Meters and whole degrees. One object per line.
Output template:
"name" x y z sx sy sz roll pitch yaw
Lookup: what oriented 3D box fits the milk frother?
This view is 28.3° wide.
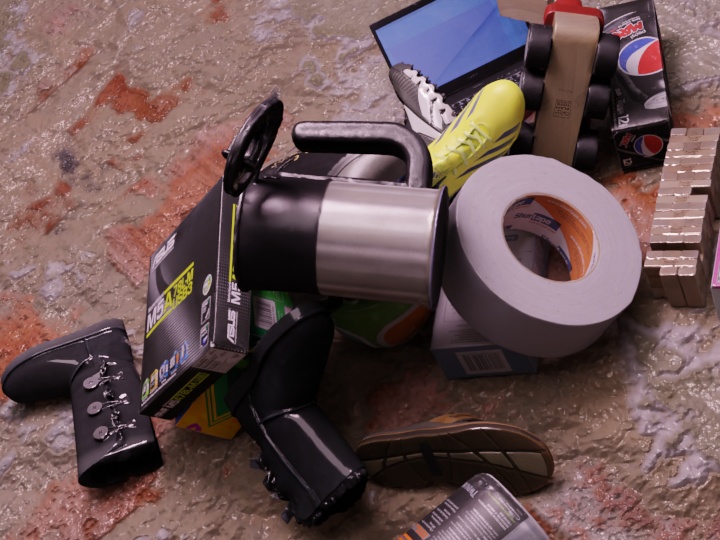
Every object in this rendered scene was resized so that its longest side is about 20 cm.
"milk frother" -0.020 -0.059 1.292 0.188 0.200 0.181 5 92 9

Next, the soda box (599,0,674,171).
"soda box" 0.307 -0.209 1.582 0.063 0.071 0.200 -10 50 15

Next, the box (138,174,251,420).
"box" -0.169 0.031 1.469 0.200 0.047 0.193 -40 44 51

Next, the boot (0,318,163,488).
"boot" -0.315 0.164 1.595 0.165 0.066 0.200 -28 50 5

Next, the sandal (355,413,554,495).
"sandal" 0.092 0.173 1.384 0.200 0.082 0.055 -7 28 30

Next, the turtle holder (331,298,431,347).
"turtle holder" -0.002 0.009 1.514 0.185 0.132 0.141 8 58 32

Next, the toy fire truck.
"toy fire truck" 0.205 -0.227 1.577 0.129 0.176 0.200 7 35 2

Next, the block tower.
"block tower" 0.334 -0.061 1.457 0.054 0.058 0.200 0 52 26

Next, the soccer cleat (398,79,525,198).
"soccer cleat" 0.101 -0.121 1.513 0.200 0.065 0.084 -46 -8 35

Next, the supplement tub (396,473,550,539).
"supplement tub" 0.072 0.284 1.256 0.200 0.123 0.123 -39 46 -7

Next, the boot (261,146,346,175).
"boot" -0.057 -0.087 1.641 0.200 0.073 0.151 -36 29 -14

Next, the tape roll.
"tape roll" 0.176 -0.016 1.416 0.200 0.066 0.200 10 56 -15

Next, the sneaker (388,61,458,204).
"sneaker" 0.077 -0.148 1.618 0.090 0.066 0.200 -38 71 3

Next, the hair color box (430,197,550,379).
"hair color box" 0.139 0.012 1.490 0.099 0.061 0.200 -6 52 22

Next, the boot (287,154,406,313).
"boot" -0.003 -0.038 1.431 0.200 0.068 0.131 -35 58 -3

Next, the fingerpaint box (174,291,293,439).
"fingerpaint box" -0.135 0.050 1.532 0.167 0.073 0.200 -51 34 35

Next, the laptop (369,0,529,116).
"laptop" 0.131 -0.234 1.668 0.177 0.103 0.200 -26 46 6

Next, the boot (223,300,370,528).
"boot" -0.047 0.144 1.376 0.073 0.198 0.162 -16 63 -41

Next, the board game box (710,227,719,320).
"board game box" 0.430 -0.048 1.394 0.147 0.064 0.200 -1 52 26
